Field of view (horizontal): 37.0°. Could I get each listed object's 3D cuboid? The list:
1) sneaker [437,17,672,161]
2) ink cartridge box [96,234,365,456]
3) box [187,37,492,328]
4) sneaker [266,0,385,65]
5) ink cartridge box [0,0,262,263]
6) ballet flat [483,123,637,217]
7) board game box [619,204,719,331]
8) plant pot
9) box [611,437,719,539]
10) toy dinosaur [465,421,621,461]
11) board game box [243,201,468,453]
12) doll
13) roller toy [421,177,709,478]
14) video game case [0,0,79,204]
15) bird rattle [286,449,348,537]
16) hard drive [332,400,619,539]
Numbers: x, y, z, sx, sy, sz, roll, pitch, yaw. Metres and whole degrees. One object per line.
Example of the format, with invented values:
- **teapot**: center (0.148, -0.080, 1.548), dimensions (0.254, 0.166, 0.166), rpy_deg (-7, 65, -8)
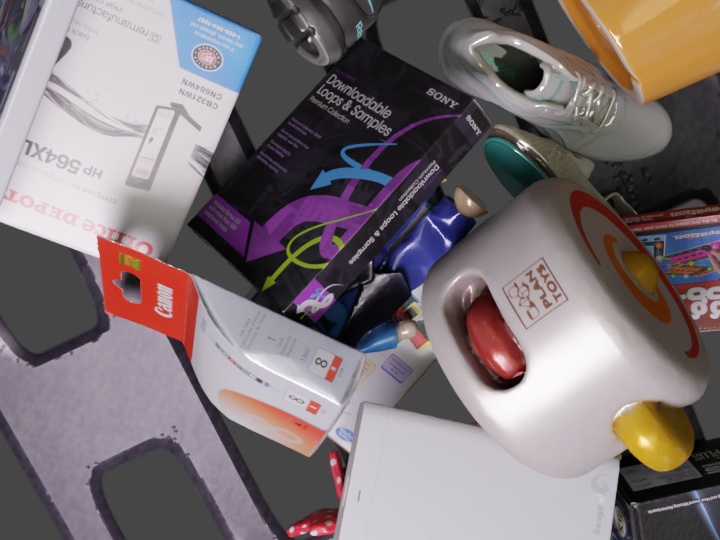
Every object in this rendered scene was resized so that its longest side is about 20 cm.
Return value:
- **sneaker**: center (0.154, -0.133, 0.828), dimensions (0.199, 0.080, 0.071), rpy_deg (21, 100, -10)
- **ink cartridge box**: center (-0.105, 0.061, 0.778), dimensions (0.199, 0.162, 0.050), rpy_deg (22, 66, -2)
- **box**: center (-0.019, -0.069, 0.784), dimensions (0.200, 0.143, 0.036), rpy_deg (-47, 136, -6)
- **sneaker**: center (-0.060, -0.252, 0.799), dimensions (0.079, 0.075, 0.200), rpy_deg (-40, 105, -14)
- **ink cartridge box**: center (-0.179, -0.114, 0.800), dimensions (0.145, 0.084, 0.201), rpy_deg (21, 101, -17)
- **ballet flat**: center (0.176, -0.053, 0.866), dimensions (0.200, 0.067, 0.062), rpy_deg (48, 67, -16)
- **board game box**: center (0.218, 0.005, 0.831), dimensions (0.199, 0.019, 0.103), rpy_deg (-7, 121, 22)
- **plant pot**: center (0.238, -0.220, 0.753), dimensions (0.183, 0.200, 0.201), rpy_deg (-36, 103, 9)
- **box**: center (0.323, 0.234, 0.922), dimensions (0.199, 0.086, 0.165), rpy_deg (-12, 105, -1)
- **toy dinosaur**: center (0.105, 0.110, 0.848), dimensions (0.199, 0.058, 0.101), rpy_deg (35, 87, -6)
- **board game box**: center (0.000, 0.028, 0.875), dimensions (0.153, 0.040, 0.200), rpy_deg (40, 98, -11)
- **doll**: center (0.000, 0.000, 0.822), dimensions (0.136, 0.048, 0.200), rpy_deg (39, 104, -11)
- **roller toy**: center (0.145, 0.036, 0.742), dimensions (0.182, 0.200, 0.140), rpy_deg (43, 116, -16)
- **video game case**: center (-0.256, -0.127, 0.754), dimensions (0.023, 0.182, 0.201), rpy_deg (18, 103, -32)
- **bird rattle**: center (0.047, 0.232, 0.877), dimensions (0.163, 0.199, 0.113), rpy_deg (40, 63, -43)
- **hard drive**: center (0.084, 0.182, 0.783), dimensions (0.199, 0.026, 0.133), rpy_deg (13, 76, -8)
